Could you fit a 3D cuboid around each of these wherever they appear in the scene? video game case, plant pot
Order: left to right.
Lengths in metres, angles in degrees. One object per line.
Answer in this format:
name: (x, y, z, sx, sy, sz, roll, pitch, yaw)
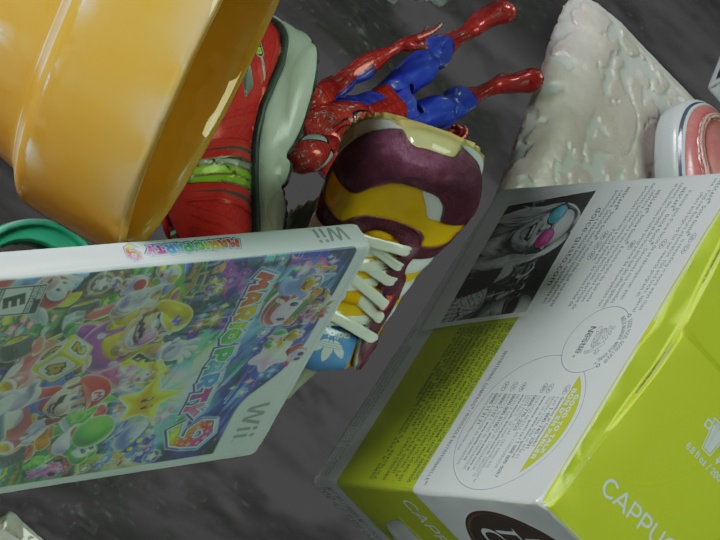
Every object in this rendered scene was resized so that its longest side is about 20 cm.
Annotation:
plant pot: (-0.137, -0.136, 0.970, 0.183, 0.200, 0.201, 27, 61, 1)
video game case: (-0.104, 0.041, 0.980, 0.199, 0.144, 0.018, -6, 49, -38)

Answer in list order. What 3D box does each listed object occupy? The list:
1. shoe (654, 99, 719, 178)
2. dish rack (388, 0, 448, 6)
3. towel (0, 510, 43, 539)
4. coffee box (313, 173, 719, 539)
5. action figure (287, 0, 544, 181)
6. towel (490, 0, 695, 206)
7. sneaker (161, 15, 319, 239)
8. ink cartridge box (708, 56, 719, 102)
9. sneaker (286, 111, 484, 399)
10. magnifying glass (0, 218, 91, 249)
shoe: (0.239, -0.008, 1.286, 0.071, 0.091, 0.201, -20, 94, -42)
dish rack: (-0.024, -0.210, 1.118, 0.171, 0.044, 0.200, 37, 17, -32)
towel: (-0.167, 0.216, 0.982, 0.133, 0.034, 0.201, 44, 57, -24)
coffee box: (0.139, 0.094, 1.133, 0.200, 0.197, 0.200, 45, 66, -24)
action figure: (0.025, -0.090, 1.181, 0.200, 0.052, 0.066, -32, 106, -44)
towel: (0.157, -0.026, 1.301, 0.191, 0.032, 0.201, 36, 59, -28)
sneaker: (-0.083, -0.042, 1.090, 0.085, 0.077, 0.201, 22, 60, -22)
ink cartridge box: (0.317, -0.119, 1.431, 0.200, 0.047, 0.198, 43, 49, -21)
sneaker: (0.000, 0.000, 1.058, 0.075, 0.200, 0.091, 19, 64, -11)
magnifying glass: (-0.183, 0.054, 1.009, 0.080, 0.022, 0.200, 53, 56, -19)
